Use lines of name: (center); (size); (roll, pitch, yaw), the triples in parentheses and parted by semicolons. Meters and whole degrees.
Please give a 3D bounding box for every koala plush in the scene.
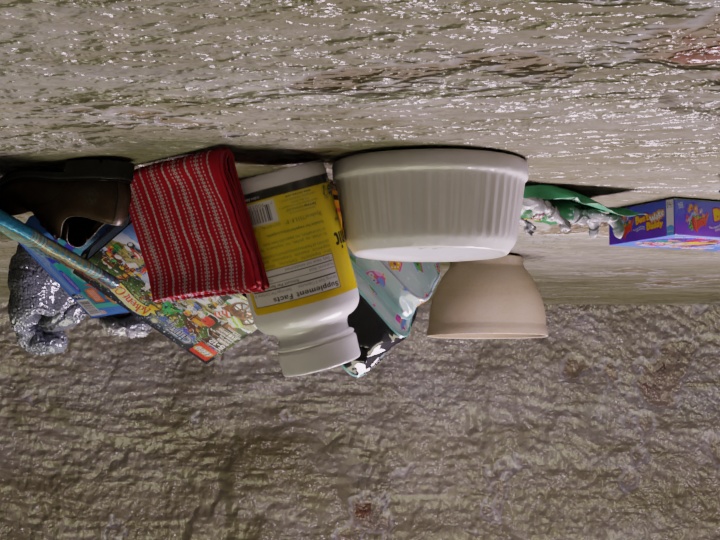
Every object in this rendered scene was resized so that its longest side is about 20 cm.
koala plush: (-0.394, 0.027, 2.174); (0.199, 0.178, 0.184); (4, 165, 0)

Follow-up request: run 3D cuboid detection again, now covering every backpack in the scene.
backpack: (0.000, 0.000, 1.751); (0.153, 0.176, 0.200); (-44, -175, 16)

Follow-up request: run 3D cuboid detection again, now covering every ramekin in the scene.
ramekin: (0.070, -0.062, 1.526); (0.201, 0.095, 0.202); (0, 175, 0)

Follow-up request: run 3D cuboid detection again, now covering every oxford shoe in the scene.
oxford shoe: (-0.315, -0.066, 1.562); (0.199, 0.085, 0.073); (-2, 177, 42)

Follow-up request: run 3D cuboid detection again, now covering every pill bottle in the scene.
pill bottle: (-0.064, -0.001, 1.510); (0.111, 0.201, 0.111); (-14, -176, 1)

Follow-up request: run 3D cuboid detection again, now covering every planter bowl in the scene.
planter bowl: (0.210, 0.043, 2.499); (0.199, 0.135, 0.200); (1, 176, 0)

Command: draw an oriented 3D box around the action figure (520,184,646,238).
action figure: (0.213, -0.068, 1.720); (0.199, 0.055, 0.118); (9, 174, -36)

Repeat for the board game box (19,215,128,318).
board game box: (-0.297, -0.016, 1.822); (0.199, 0.045, 0.152); (-8, 133, 39)

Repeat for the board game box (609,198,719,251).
board game box: (0.430, -0.055, 1.888); (0.199, 0.045, 0.134); (3, 175, -27)

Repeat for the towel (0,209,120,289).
towel: (-0.360, -0.041, 1.576); (0.146, 0.022, 0.200); (23, 171, 44)

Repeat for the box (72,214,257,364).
box: (-0.211, 0.016, 1.745); (0.200, 0.038, 0.136); (36, 132, -21)

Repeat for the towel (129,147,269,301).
towel: (-0.170, -0.041, 1.510); (0.022, 0.145, 0.200); (-20, -172, -39)

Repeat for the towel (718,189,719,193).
towel: (0.496, -0.087, 1.640); (0.199, 0.024, 0.145); (-2, 176, 20)

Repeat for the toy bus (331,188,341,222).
toy bus: (-0.109, -0.058, 1.662); (0.065, 0.079, 0.200); (5, 173, -44)
